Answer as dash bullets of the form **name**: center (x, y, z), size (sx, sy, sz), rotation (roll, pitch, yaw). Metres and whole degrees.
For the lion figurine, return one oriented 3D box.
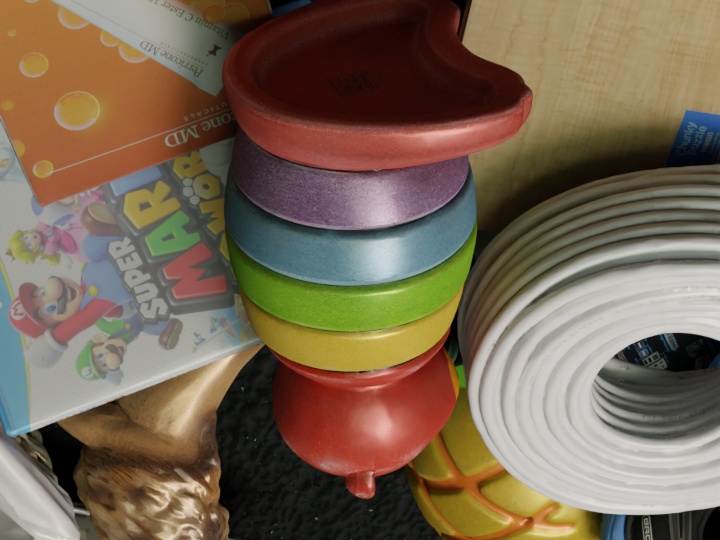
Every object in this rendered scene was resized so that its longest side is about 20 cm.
- **lion figurine**: center (-0.085, 0.045, 0.948), size (0.122, 0.072, 0.201), rotation (31, 102, 10)

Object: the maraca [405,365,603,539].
- **maraca**: center (0.079, 0.091, 1.068), size (0.107, 0.136, 0.201), rotation (-57, 149, -30)

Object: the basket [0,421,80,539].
- **basket**: center (-0.256, 0.101, 0.956), size (0.199, 0.124, 0.136), rotation (-29, 131, 5)

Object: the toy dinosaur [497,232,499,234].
- **toy dinosaur**: center (0.153, -0.076, 0.970), size (0.102, 0.135, 0.200), rotation (45, 74, -33)

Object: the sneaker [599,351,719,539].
- **sneaker**: center (0.206, 0.096, 1.051), size (0.200, 0.082, 0.071), rotation (-49, 141, -25)

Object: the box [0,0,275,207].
- **box**: center (-0.115, -0.147, 0.826), size (0.124, 0.098, 0.201), rotation (-20, 131, -3)

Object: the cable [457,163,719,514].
- **cable**: center (0.144, 0.037, 0.909), size (0.199, 0.070, 0.201), rotation (-4, 137, 5)

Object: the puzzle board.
- **puzzle board**: center (0.115, -0.089, 0.851), size (0.150, 0.017, 0.201), rotation (7, 133, -6)

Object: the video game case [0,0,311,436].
- **video game case**: center (-0.092, -0.025, 0.918), size (0.199, 0.144, 0.018), rotation (-21, 174, -3)

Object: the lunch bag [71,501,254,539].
- **lunch bag**: center (-0.149, 0.209, 1.068), size (0.199, 0.140, 0.167), rotation (15, 155, -30)

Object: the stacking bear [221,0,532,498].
- **stacking bear**: center (0.000, 0.000, 0.844), size (0.113, 0.122, 0.201), rotation (-12, 126, -16)

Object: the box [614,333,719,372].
- **box**: center (0.184, 0.004, 1.087), size (0.158, 0.046, 0.200), rotation (-30, 131, 4)

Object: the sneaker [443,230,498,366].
- **sneaker**: center (-0.016, 0.017, 0.978), size (0.199, 0.118, 0.074), rotation (-24, 133, 1)
